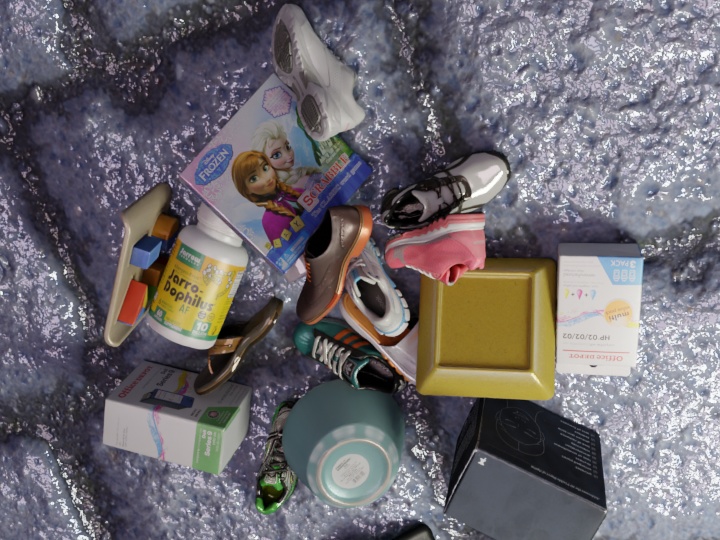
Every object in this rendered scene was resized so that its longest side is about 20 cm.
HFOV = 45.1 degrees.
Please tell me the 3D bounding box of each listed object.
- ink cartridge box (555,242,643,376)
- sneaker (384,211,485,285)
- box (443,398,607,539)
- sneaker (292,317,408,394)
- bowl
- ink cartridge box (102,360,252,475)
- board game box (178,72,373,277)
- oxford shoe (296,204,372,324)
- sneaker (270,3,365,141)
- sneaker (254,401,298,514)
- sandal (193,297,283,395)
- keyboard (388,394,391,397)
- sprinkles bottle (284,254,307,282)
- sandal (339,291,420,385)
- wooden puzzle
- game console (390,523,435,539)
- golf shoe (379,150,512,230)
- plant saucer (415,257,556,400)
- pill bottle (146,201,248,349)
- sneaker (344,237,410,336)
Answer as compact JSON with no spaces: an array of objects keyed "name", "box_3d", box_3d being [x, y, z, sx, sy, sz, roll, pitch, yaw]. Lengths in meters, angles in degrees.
[{"name":"ink cartridge box","box_3d":[0.334,0.068,1.228,0.113,0.068,0.204,1,108,12]},{"name":"sneaker","box_3d":[0.099,-0.018,1.201,0.199,0.073,0.089,-22,77,54]},{"name":"box","box_3d":[0.239,0.292,1.254,0.197,0.197,0.126,25,111,4]},{"name":"sneaker","box_3d":[-0.018,0.130,1.316,0.196,0.080,0.073,18,109,10]},{"name":"bowl","box_3d":[-0.016,0.279,1.320,0.196,0.105,0.205,-4,111,-10]},{"name":"ink cartridge box","box_3d":[-0.287,0.230,1.374,0.196,0.146,0.089,11,110,8]},{"name":"board game box","box_3d":[-0.117,-0.134,1.218,0.199,0.041,0.201,42,78,-6]},{"name":"oxford shoe","box_3d":[-0.057,-0.010,1.204,0.071,0.072,0.202,5,124,-35]},{"name":"sneaker","box_3d":[-0.056,-0.276,1.203,0.078,0.098,0.203,-31,77,54]},{"name":"sneaker","box_3d":[-0.122,0.304,1.395,0.076,0.085,0.204,15,110,7]},{"name":"sandal","box_3d":[-0.198,0.109,1.347,0.054,0.082,0.200,38,109,-18]},{"name":"keyboard","box_3d":[-0.008,0.245,1.391,0.056,0.011,0.202,29,111,2]},{"name":"sprinkles bottle","box_3d":[-0.129,-0.084,1.274,0.068,0.068,0.202,-29,97,19]},{"name":"sandal","box_3d":[0.058,0.095,1.284,0.205,0.080,0.059,37,140,0]},{"name":"wooden puzzle","box_3d":[-0.316,-0.010,1.281,0.045,0.186,0.204,13,111,2]},{"name":"game console","box_3d":[0.055,0.531,1.468,0.173,0.116,0.203,-24,104,-13]},{"name":"golf shoe","box_3d":[0.118,-0.101,1.207,0.197,0.095,0.079,-24,101,17]},{"name":"plant saucer","box_3d":[0.176,0.075,1.224,0.195,0.048,0.205,1,77,12]},{"name":"pill bottle","box_3d":[-0.234,0.003,1.297,0.111,0.113,0.203,25,97,3]},{"name":"sneaker","box_3d":[0.000,0.000,1.243,0.075,0.087,0.201,-38,72,8]}]
